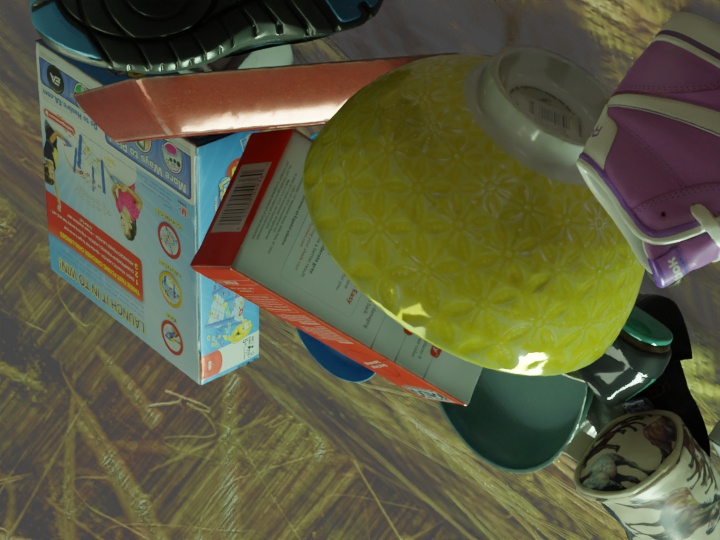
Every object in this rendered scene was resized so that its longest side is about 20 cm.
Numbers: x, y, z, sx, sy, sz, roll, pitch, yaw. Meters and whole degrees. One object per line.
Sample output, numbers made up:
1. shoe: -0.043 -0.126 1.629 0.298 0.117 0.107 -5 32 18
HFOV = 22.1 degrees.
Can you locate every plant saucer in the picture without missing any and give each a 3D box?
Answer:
1. plant saucer: 0.107 0.038 1.272 0.036 0.201 0.200 -8 -164 -31
2. plant saucer: -0.063 -0.105 1.147 0.200 0.199 0.037 -175 79 -71

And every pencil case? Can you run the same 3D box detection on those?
1. pencil case: 0.216 0.172 1.199 0.200 0.078 0.089 49 169 -31

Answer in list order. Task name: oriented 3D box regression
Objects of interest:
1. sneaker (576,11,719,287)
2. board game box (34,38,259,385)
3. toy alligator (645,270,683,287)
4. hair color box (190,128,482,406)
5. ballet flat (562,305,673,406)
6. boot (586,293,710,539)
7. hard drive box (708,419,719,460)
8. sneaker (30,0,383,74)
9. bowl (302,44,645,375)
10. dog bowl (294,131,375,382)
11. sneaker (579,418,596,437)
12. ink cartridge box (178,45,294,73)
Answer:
1. sneaker: 0.186 -0.022 0.803 0.200 0.114 0.073 31 166 31
2. board game box: -0.154 -0.050 1.335 0.200 0.056 0.197 34 134 38
3. toy alligator: 0.107 -0.034 1.108 0.199 0.059 0.054 28 -152 -2
4. hair color box: 0.000 0.000 1.194 0.200 0.102 0.061 32 165 -28
5. ballet flat: 0.111 0.013 1.163 0.200 0.073 0.073 44 174 31
6. boot: 0.160 0.082 1.300 0.174 0.069 0.201 17 116 56
7. hard drive box: 0.323 0.155 1.178 0.156 0.077 0.200 32 168 34
8. sneaker: -0.088 -0.147 1.054 0.199 0.074 0.082 -4 180 -12
9. bowl: 0.080 -0.053 0.979 0.200 0.200 0.108 38 127 6
10. dog bowl: 0.001 -0.015 1.367 0.111 0.049 0.201 32 131 38
11. sneaker: 0.159 0.075 1.430 0.082 0.074 0.200 8 -155 -30
12. ink cartridge box: -0.146 -0.199 1.304 0.200 0.067 0.116 37 169 13
